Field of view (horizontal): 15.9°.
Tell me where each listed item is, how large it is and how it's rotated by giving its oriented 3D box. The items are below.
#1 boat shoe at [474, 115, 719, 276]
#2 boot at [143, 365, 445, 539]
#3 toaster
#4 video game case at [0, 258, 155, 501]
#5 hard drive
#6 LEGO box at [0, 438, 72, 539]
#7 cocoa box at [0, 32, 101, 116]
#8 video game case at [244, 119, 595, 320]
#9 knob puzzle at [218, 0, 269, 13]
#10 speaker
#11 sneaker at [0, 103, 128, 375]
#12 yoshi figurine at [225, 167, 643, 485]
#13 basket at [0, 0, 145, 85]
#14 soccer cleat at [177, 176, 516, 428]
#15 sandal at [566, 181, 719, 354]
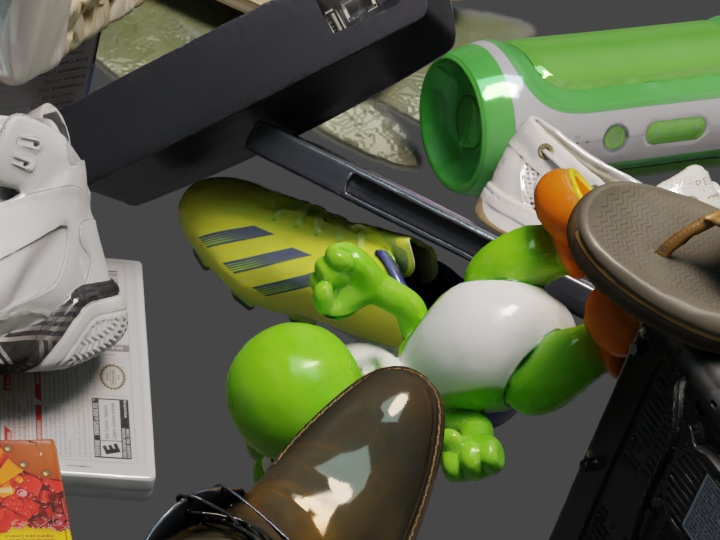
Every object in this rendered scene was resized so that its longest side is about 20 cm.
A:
[{"bbox_3d":[0.152,-0.018,1.249,0.199,0.070,0.071,26,11,19],"label":"boat shoe"},{"bbox_3d":[-0.032,0.110,1.012,0.074,0.097,0.201,30,74,17],"label":"boot"},{"bbox_3d":[0.181,0.128,1.065,0.118,0.182,0.200,-10,46,-29],"label":"toaster"},{"bbox_3d":[-0.195,0.041,1.163,0.199,0.018,0.144,5,42,-13],"label":"video game case"},{"bbox_3d":[-0.049,-0.090,1.227,0.199,0.135,0.043,-26,83,7],"label":"hard drive"},{"bbox_3d":[-0.212,0.144,0.997,0.199,0.077,0.149,1,42,-18],"label":"LEGO box"},{"bbox_3d":[-0.226,-0.147,1.275,0.133,0.132,0.200,-10,47,-28],"label":"cocoa box"},{"bbox_3d":[0.049,-0.016,1.245,0.199,0.019,0.143,26,3,12],"label":"video game case"},{"bbox_3d":[-0.027,-0.192,1.469,0.218,0.031,0.220,9,41,-8],"label":"knob puzzle"},{"bbox_3d":[0.134,-0.088,1.365,0.199,0.089,0.089,-8,46,-26],"label":"speaker"},{"bbox_3d":[-0.180,-0.003,1.088,0.075,0.116,0.200,-1,12,35],"label":"sneaker"},{"bbox_3d":[0.024,0.038,1.109,0.112,0.199,0.113,55,18,-17],"label":"yoshi figurine"},{"bbox_3d":[-0.172,-0.200,1.151,0.200,0.136,0.123,36,40,21],"label":"basket"},{"bbox_3d":[0.001,0.000,1.221,0.200,0.084,0.065,33,47,19],"label":"soccer cleat"},{"bbox_3d":[0.181,0.005,1.028,0.199,0.055,0.082,24,37,6],"label":"sandal"}]
